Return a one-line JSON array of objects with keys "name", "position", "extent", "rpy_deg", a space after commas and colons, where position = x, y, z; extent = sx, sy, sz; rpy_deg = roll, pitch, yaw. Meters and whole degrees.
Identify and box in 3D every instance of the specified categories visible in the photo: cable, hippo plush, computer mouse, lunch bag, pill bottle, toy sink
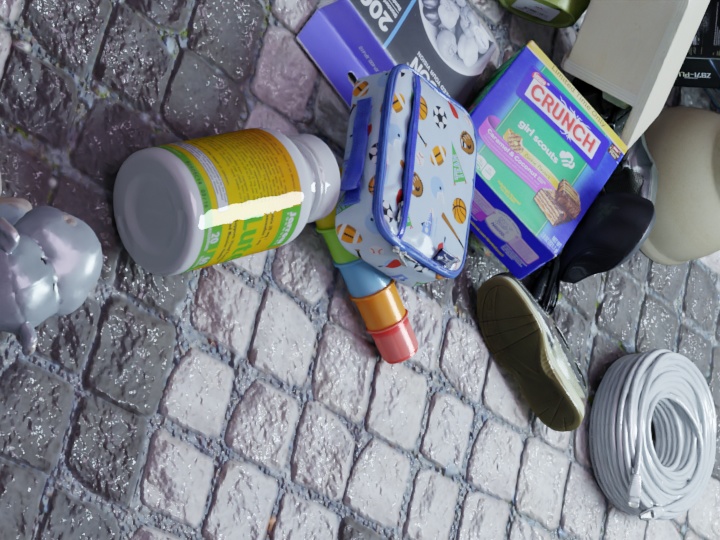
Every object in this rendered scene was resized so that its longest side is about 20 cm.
[{"name": "cable", "position": [0.352, 0.196, 1.894], "extent": [0.199, 0.069, 0.203], "rpy_deg": [7, 79, -46]}, {"name": "hippo plush", "position": [-0.290, -0.015, 1.202], "extent": [0.199, 0.160, 0.161], "rpy_deg": [-24, 101, -45]}, {"name": "computer mouse", "position": [0.247, -0.031, 1.743], "extent": [0.052, 0.200, 0.139], "rpy_deg": [34, 60, -12]}, {"name": "lunch bag", "position": [0.044, -0.089, 1.544], "extent": [0.160, 0.075, 0.202], "rpy_deg": [33, 55, -46]}, {"name": "pill bottle", "position": [-0.114, -0.068, 1.425], "extent": [0.199, 0.110, 0.112], "rpy_deg": [-17, 96, -45]}, {"name": "toy sink", "position": [0.307, -0.264, 1.789], "extent": [0.130, 0.111, 0.201], "rpy_deg": [-42, 156, -50]}]

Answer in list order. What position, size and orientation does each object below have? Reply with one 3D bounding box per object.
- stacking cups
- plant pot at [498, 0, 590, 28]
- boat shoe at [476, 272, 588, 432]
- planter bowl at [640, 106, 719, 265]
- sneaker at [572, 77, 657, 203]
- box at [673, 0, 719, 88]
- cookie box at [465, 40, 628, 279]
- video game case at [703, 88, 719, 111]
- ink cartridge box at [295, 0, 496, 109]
[{"name": "stacking cups", "position": [0.000, 0.000, 1.579], "extent": [0.060, 0.060, 0.202], "rpy_deg": [-40, 117, -41]}, {"name": "plant pot", "position": [0.231, -0.386, 1.795], "extent": [0.186, 0.186, 0.202], "rpy_deg": [24, 81, -41]}, {"name": "boat shoe", "position": [0.193, 0.083, 1.752], "extent": [0.202, 0.071, 0.066], "rpy_deg": [59, 35, -17]}, {"name": "planter bowl", "position": [0.430, -0.113, 1.970], "extent": [0.199, 0.134, 0.203], "rpy_deg": [8, 78, -45]}, {"name": "sneaker", "position": [0.291, -0.152, 1.879], "extent": [0.113, 0.076, 0.202], "rpy_deg": [2, 80, -43]}, {"name": "box", "position": [0.430, -0.335, 1.969], "extent": [0.086, 0.162, 0.202], "rpy_deg": [58, 38, -68]}, {"name": "cookie box", "position": [0.179, -0.123, 1.728], "extent": [0.171, 0.075, 0.200], "rpy_deg": [45, 52, -9]}, {"name": "video game case", "position": [0.497, -0.192, 2.033], "extent": [0.018, 0.200, 0.143], "rpy_deg": [-41, 123, 7]}, {"name": "ink cartridge box", "position": [0.043, -0.239, 1.659], "extent": [0.198, 0.043, 0.201], "rpy_deg": [50, 54, -29]}]
